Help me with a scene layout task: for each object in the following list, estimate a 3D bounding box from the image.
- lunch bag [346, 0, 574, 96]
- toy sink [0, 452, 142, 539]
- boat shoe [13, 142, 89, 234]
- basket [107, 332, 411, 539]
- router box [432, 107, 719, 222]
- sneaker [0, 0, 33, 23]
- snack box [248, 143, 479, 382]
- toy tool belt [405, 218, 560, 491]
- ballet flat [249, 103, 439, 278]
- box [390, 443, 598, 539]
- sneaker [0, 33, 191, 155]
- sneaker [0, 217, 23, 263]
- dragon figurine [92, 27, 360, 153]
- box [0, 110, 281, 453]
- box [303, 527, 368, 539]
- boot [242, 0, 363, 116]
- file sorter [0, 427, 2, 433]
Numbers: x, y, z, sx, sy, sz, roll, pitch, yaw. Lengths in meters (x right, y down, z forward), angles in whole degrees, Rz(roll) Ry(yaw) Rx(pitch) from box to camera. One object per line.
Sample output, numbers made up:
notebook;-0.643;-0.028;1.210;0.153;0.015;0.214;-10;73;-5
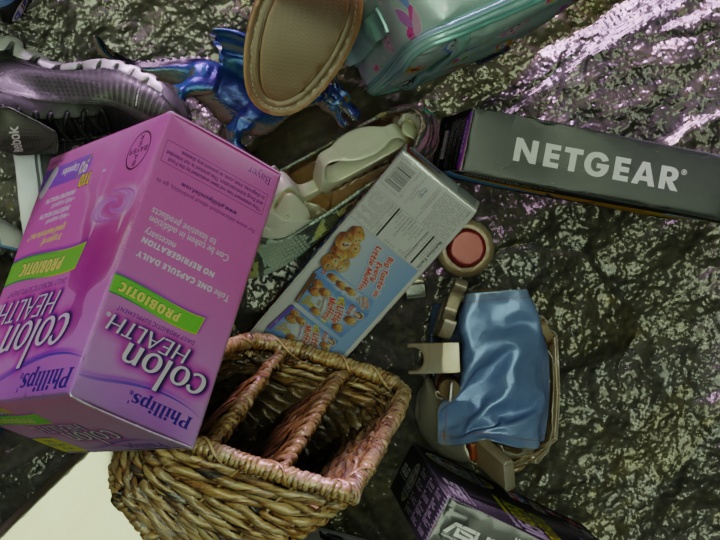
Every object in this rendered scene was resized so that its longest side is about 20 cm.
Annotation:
lunch bag;0.069;-0.189;1.068;0.160;0.200;0.077;-28;91;-11
toy sink;-0.210;0.224;1.114;0.130;0.112;0.200;45;84;-6
boat shoe;-0.215;-0.010;1.122;0.068;0.072;0.200;-9;87;-3
basket;-0.073;0.111;1.058;0.149;0.200;0.143;-41;94;24
router box;0.162;-0.078;1.108;0.200;0.149;0.051;10;92;-5
sneaker;-0.248;-0.228;1.092;0.200;0.079;0.089;-18;80;4
snack box;0.000;0.000;1.122;0.072;0.024;0.200;38;114;-7
toy tool belt;0.095;0.059;1.124;0.125;0.123;0.200;-6;94;-5
ballet flat;-0.030;-0.068;1.123;0.200;0.071;0.069;-33;70;2
box;0.111;0.197;1.096;0.160;0.200;0.044;27;91;-6
sneaker;-0.223;-0.115;1.078;0.200;0.067;0.091;17;53;14
sneaker;-0.337;-0.063;1.107;0.200;0.072;0.073;26;76;-11
dragon figurine;-0.099;-0.150;1.124;0.200;0.059;0.100;32;89;-11
box;-0.165;0.015;1.005;0.097;0.176;0.200;28;68;-31
box;0.013;0.253;1.134;0.200;0.117;0.060;16;95;-7
boot;-0.051;-0.206;1.076;0.077;0.155;0.200;9;89;-15
file sorter;-0.393;0.144;1.087;0.200;0.123;0.139;26;91;-6
